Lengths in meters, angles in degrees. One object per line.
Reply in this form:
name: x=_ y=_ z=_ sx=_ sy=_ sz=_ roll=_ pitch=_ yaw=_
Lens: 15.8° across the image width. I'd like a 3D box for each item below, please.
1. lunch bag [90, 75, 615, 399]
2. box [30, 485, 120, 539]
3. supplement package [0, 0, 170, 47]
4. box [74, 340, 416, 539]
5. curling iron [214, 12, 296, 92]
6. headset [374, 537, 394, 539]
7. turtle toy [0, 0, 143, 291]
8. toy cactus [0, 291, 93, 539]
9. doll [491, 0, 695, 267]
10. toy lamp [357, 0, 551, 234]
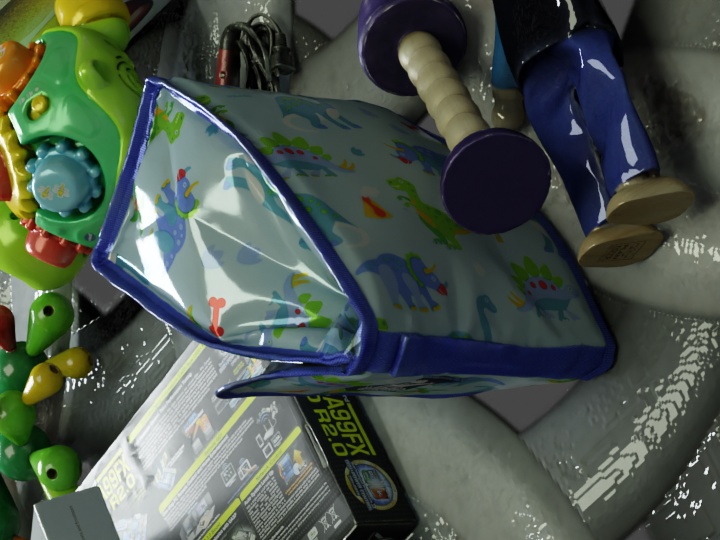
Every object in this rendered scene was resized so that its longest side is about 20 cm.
lunch bag: x=0.000 y=0.000 z=1.228 sx=0.200 sy=0.170 sz=0.128 roll=32 pitch=111 yaw=43
box: x=-0.142 y=0.234 z=1.415 sx=0.200 sy=0.041 sz=0.156 roll=105 pitch=146 yaw=-55
supplement package: x=-0.169 y=-0.197 z=1.476 sx=0.200 sy=0.113 sz=0.110 roll=-39 pitch=59 yaw=42
box: x=-0.068 y=0.129 z=1.394 sx=0.200 sy=0.044 sz=0.161 roll=-51 pitch=52 yaw=34
curling iron: x=-0.072 y=-0.041 z=1.421 sx=0.050 sy=0.025 sz=0.201 roll=23 pitch=105 yaw=50
headset: x=-0.022 y=0.231 z=1.325 sx=0.123 sy=0.094 sz=0.201 roll=31 pitch=128 yaw=35
turtle toy: x=-0.162 y=-0.058 z=1.449 sx=0.200 sy=0.101 sz=0.146 roll=107 pitch=141 yaw=-60
toy cactus: x=-0.218 y=0.108 z=1.543 sx=0.165 sy=0.102 sz=0.201 roll=20 pitch=111 yaw=58
doll: x=0.093 y=-0.102 z=1.216 sx=0.137 sy=0.048 sz=0.201 roll=120 pitch=138 yaw=-57
toy lamp: x=0.037 y=-0.085 z=1.238 sx=0.200 sy=0.058 sz=0.058 roll=-112 pitch=42 yaw=-59
